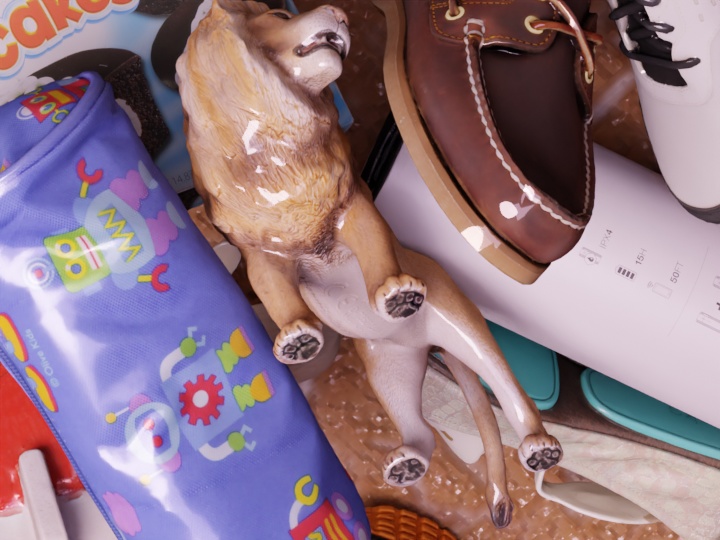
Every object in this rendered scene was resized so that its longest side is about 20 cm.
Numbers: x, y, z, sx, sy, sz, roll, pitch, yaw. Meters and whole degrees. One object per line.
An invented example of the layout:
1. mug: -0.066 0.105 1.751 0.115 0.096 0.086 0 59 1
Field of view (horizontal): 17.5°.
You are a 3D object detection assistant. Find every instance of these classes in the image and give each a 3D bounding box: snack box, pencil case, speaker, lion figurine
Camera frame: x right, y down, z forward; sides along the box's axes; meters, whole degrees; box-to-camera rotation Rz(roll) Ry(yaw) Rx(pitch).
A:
1. snack box: -0.116 -0.063 0.830 0.200 0.037 0.116 -24 81 -22
2. pencil case: -0.073 0.036 0.772 0.087 0.078 0.200 -38 108 -27
3. speaker: 0.094 -0.004 0.899 0.200 0.081 0.081 24 109 -8
4. lion figurine: 0.000 0.000 0.817 0.072 0.123 0.200 -27 137 2

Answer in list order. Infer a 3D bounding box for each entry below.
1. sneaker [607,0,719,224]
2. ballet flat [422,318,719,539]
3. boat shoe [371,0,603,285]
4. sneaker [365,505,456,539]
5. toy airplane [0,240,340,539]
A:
1. sneaker: 0.103 -0.108 0.816 0.080 0.074 0.200 -26 112 -37
2. ballet flat: 0.070 0.061 0.929 0.200 0.068 0.062 25 120 -11
3. boat shoe: 0.048 -0.079 0.809 0.070 0.200 0.070 -38 127 20
4. sneaker: 0.041 0.188 0.976 0.092 0.076 0.200 -38 104 18
5. toy airplane: -0.132 0.051 0.885 0.200 0.141 0.199 28 69 2
